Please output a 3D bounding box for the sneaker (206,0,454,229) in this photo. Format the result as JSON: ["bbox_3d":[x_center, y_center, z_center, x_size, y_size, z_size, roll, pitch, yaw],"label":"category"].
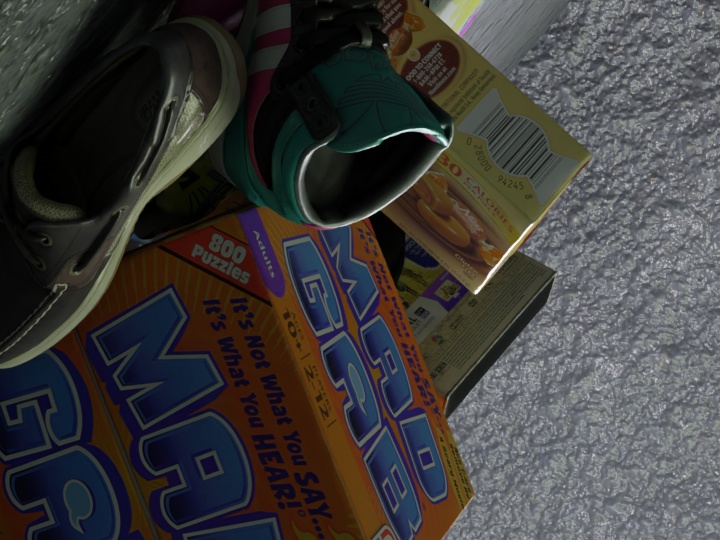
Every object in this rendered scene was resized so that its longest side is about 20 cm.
[{"bbox_3d":[-0.007,-0.101,0.838,0.083,0.121,0.202,-10,127,-34],"label":"sneaker"}]

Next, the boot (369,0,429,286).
[{"bbox_3d":[0.001,-0.096,1.112,0.159,0.079,0.212,104,-7,-46],"label":"boot"}]

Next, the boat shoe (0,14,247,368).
[{"bbox_3d":[-0.132,-0.035,0.857,0.200,0.072,0.065,-46,160,21],"label":"boat shoe"}]

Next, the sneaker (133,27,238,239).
[{"bbox_3d":[-0.084,-0.067,1.019,0.076,0.075,0.200,-48,175,-22],"label":"sneaker"}]

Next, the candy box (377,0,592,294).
[{"bbox_3d":[0.015,-0.087,0.991,0.055,0.200,0.116,-46,176,-23],"label":"candy box"}]

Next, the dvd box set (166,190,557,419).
[{"bbox_3d":[0.000,0.000,1.154,0.146,0.199,0.030,-45,156,-46],"label":"dvd box set"}]

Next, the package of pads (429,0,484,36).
[{"bbox_3d":[0.038,-0.186,1.330,0.155,0.068,0.200,-49,176,-29],"label":"package of pads"}]

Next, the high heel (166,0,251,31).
[{"bbox_3d":[-0.003,-0.153,0.911,0.200,0.096,0.067,-48,177,-20],"label":"high heel"}]

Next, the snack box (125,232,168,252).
[{"bbox_3d":[-0.088,-0.068,1.249,0.116,0.037,0.200,-46,175,-48],"label":"snack box"}]

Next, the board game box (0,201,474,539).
[{"bbox_3d":[-0.083,0.083,1.001,0.198,0.201,0.200,-21,-177,18],"label":"board game box"}]
